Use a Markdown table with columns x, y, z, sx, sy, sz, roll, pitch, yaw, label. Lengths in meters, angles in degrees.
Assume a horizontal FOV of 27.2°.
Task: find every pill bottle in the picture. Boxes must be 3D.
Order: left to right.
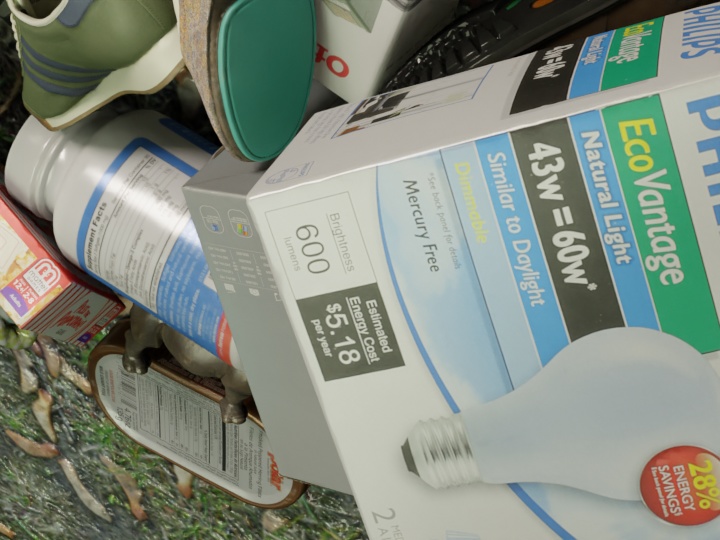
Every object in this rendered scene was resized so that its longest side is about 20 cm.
| x | y | z | sx | sy | sz | roll | pitch | yaw | label |
| --- | --- | --- | --- | --- | --- | --- | --- | --- | --- |
| -0.119 | -0.031 | 0.928 | 0.200 | 0.112 | 0.112 | 32 | 139 | 17 | pill bottle |

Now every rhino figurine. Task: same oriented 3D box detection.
| x | y | z | sx | sy | sz | roll | pitch | yaw | label |
| --- | --- | --- | --- | --- | --- | --- | --- | --- | --- |
| -0.075 | 0.061 | 1.016 | 0.200 | 0.060 | 0.088 | 23 | 134 | 19 | rhino figurine |

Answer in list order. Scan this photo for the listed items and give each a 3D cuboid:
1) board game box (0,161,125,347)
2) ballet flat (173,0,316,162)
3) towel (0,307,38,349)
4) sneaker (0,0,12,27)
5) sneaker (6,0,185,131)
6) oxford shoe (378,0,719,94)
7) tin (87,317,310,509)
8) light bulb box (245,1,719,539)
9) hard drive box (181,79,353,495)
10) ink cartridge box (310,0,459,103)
| x | y | z | sx | sy | sz | roll | pitch | yaw | label |
| --- | --- | --- | --- | --- | --- | --- | --- | --- | --- |
| -0.251 | -0.042 | 0.992 | 0.200 | 0.046 | 0.152 | 48 | 178 | 7 | board game box |
| -0.061 | -0.146 | 0.701 | 0.067 | 0.068 | 0.200 | 37 | 140 | 38 | ballet flat |
| -0.317 | -0.042 | 1.036 | 0.200 | 0.048 | 0.171 | 51 | 178 | -42 | towel |
| -0.162 | -0.187 | 0.866 | 0.200 | 0.076 | 0.088 | 1 | 130 | 49 | sneaker |
| -0.157 | -0.137 | 0.819 | 0.090 | 0.067 | 0.200 | 45 | 156 | -22 | sneaker |
| 0.088 | -0.092 | 0.705 | 0.200 | 0.073 | 0.084 | -26 | 115 | 23 | oxford shoe |
| -0.118 | 0.108 | 1.111 | 0.200 | 0.042 | 0.112 | 25 | 141 | 19 | tin |
| 0.087 | 0.013 | 0.637 | 0.199 | 0.125 | 0.199 | -14 | 109 | 18 | light bulb box |
| 0.000 | 0.000 | 0.830 | 0.077 | 0.156 | 0.200 | 9 | 129 | 33 | hard drive box |
| -0.007 | -0.198 | 0.715 | 0.145 | 0.084 | 0.200 | 35 | 140 | 8 | ink cartridge box |
